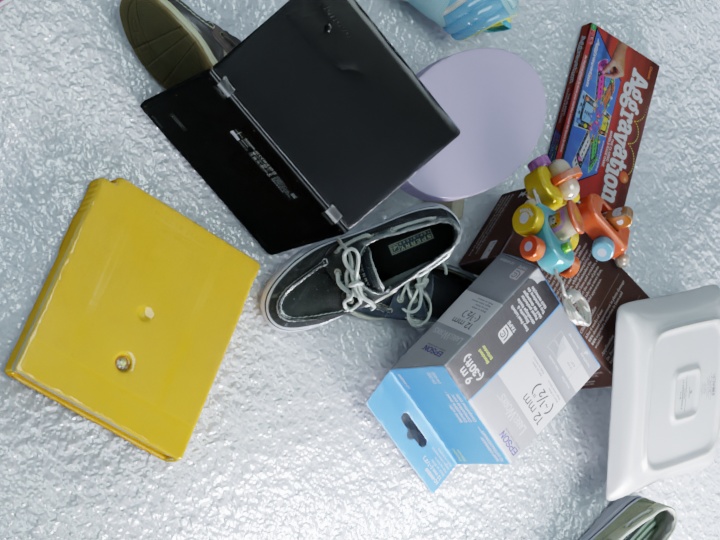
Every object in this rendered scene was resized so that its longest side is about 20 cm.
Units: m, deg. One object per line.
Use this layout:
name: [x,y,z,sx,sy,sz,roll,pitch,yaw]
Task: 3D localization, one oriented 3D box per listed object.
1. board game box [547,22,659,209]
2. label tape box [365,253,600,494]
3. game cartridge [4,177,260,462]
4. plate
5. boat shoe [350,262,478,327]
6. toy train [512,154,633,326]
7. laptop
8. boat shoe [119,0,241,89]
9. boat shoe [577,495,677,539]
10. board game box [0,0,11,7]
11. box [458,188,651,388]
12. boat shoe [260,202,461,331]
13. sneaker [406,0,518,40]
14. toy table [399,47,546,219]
board game box: [0.253,-0.150,1.900,0.103,0.019,0.201,27,69,-29]
label tape box: [0.117,0.105,1.703,0.200,0.066,0.144,-46,125,-17]
game cartridge: [-0.195,0.040,1.572,0.176,0.032,0.201,33,64,-25]
plate: [0.321,0.124,1.841,0.199,0.032,0.201,-9,104,-48]
boat shoe: [0.056,0.020,1.718,0.199,0.062,0.075,18,74,-30]
toy train: [0.215,-0.040,1.722,0.150,0.056,0.200,49,30,-12]
laptop: [-0.056,-0.132,1.587,0.187,0.200,0.116,50,58,-17]
boat shoe: [-0.133,-0.184,1.624,0.201,0.072,0.066,47,45,-15]
boat shoe: [0.242,0.297,1.800,0.072,0.062,0.200,51,61,-16]
board game box: [-0.318,-0.276,1.432,0.064,0.200,0.148,-39,104,-31]
box: [0.203,0.019,1.811,0.200,0.075,0.100,46,62,-21]
boat shoe: [0.001,0.002,1.630,0.198,0.068,0.074,-21,102,1]
sneaker: [0.124,-0.315,1.806,0.130,0.079,0.200,42,72,-19]
toy table: [0.071,-0.132,1.719,0.199,0.117,0.185,-19,93,-35]
